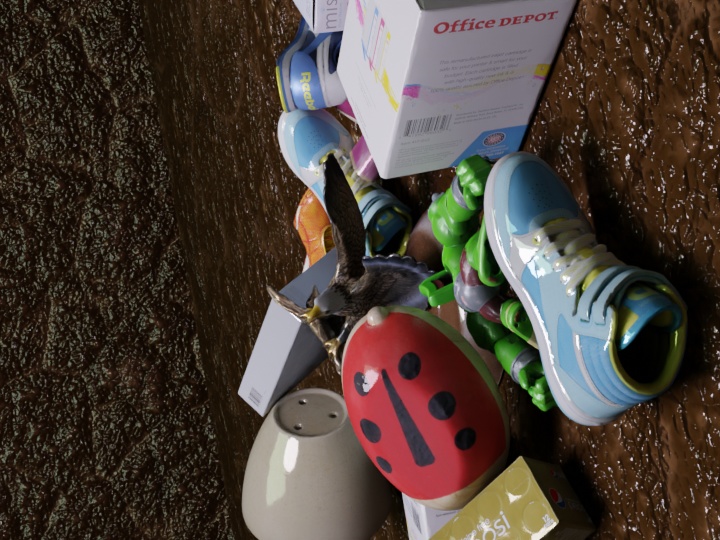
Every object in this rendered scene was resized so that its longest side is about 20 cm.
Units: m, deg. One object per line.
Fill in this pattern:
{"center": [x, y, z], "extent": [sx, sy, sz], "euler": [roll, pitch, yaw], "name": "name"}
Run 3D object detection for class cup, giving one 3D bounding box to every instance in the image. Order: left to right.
{"center": [-0.059, 0.237, 1.365], "extent": [0.201, 0.197, 0.146], "euler": [-127, 28, -54], "name": "cup"}

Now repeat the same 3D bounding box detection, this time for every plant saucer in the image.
{"center": [0.085, 0.030, 1.066], "extent": [0.200, 0.036, 0.205], "euler": [169, 90, -74], "name": "plant saucer"}

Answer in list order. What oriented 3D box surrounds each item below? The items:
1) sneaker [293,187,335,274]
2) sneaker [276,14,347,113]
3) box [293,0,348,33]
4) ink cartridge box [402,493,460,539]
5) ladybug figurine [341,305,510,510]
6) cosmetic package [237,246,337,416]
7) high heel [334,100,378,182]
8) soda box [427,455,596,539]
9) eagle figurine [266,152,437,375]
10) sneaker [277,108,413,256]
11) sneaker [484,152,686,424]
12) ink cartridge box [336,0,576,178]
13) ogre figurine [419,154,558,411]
{"center": [-0.040, -0.025, 1.407], "extent": [0.077, 0.072, 0.203], "euler": [32, 139, 39], "name": "sneaker"}
{"center": [-0.026, -0.238, 1.143], "extent": [0.075, 0.081, 0.202], "euler": [71, -153, -44], "name": "sneaker"}
{"center": [-0.032, -0.377, 1.091], "extent": [0.177, 0.095, 0.203], "euler": [-120, 26, -45], "name": "box"}
{"center": [0.094, 0.259, 1.055], "extent": [0.145, 0.082, 0.204], "euler": [-143, 43, -82], "name": "ink cartridge box"}
{"center": [0.051, 0.123, 0.909], "extent": [0.202, 0.134, 0.072], "euler": [60, -157, -15], "name": "ladybug figurine"}
{"center": [-0.069, 0.071, 1.337], "extent": [0.051, 0.150, 0.201], "euler": [40, 137, 15], "name": "cosmetic package"}
{"center": [0.014, -0.192, 1.151], "extent": [0.096, 0.067, 0.202], "euler": [-48, 33, 30], "name": "high heel"}
{"center": [0.101, 0.248, 0.916], "extent": [0.200, 0.064, 0.068], "euler": [-47, 49, 21], "name": "soda box"}
{"center": [-0.002, 0.004, 1.058], "extent": [0.152, 0.149, 0.202], "euler": [-83, 17, -52], "name": "eagle figurine"}
{"center": [-0.007, -0.091, 1.157], "extent": [0.201, 0.079, 0.130], "euler": [54, 171, -29], "name": "sneaker"}
{"center": [0.157, -0.001, 0.727], "extent": [0.203, 0.078, 0.131], "euler": [67, 162, 6], "name": "sneaker"}
{"center": [0.069, -0.191, 0.827], "extent": [0.201, 0.126, 0.127], "euler": [105, 149, -53], "name": "ink cartridge box"}
{"center": [0.104, 0.004, 0.871], "extent": [0.201, 0.098, 0.120], "euler": [50, 171, -19], "name": "ogre figurine"}
